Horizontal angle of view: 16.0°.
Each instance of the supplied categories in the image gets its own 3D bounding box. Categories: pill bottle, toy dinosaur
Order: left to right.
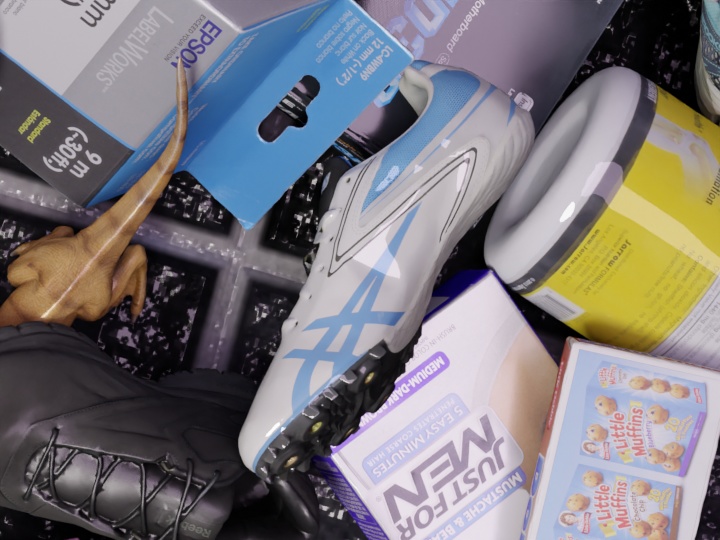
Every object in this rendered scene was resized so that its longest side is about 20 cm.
[{"bbox_3d":[-0.117,-0.001,1.076,0.060,0.106,0.200,44,98,-1],"label":"toy dinosaur"},{"bbox_3d":[0.163,0.004,1.149,0.200,0.112,0.112,32,81,-10],"label":"pill bottle"}]

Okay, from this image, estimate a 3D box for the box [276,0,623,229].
[{"bbox_3d":[0.037,-0.142,1.159,0.159,0.046,0.200,36,80,-9],"label":"box"}]

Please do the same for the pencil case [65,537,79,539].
[{"bbox_3d":[-0.109,0.214,1.066,0.087,0.087,0.200,-2,71,-13],"label":"pencil case"}]

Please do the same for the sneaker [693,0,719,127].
[{"bbox_3d":[0.191,-0.163,1.152,0.078,0.086,0.200,2,65,9],"label":"sneaker"}]

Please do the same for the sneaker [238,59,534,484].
[{"bbox_3d":[0.000,0.000,1.083,0.072,0.072,0.200,28,71,12],"label":"sneaker"}]

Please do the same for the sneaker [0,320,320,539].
[{"bbox_3d":[-0.098,0.078,1.059,0.200,0.091,0.076,8,118,-36],"label":"sneaker"}]

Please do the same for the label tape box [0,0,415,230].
[{"bbox_3d":[-0.099,-0.099,1.073,0.200,0.143,0.066,40,45,-8],"label":"label tape box"}]

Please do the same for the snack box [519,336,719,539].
[{"bbox_3d":[0.101,0.133,1.100,0.072,0.024,0.200,13,93,-3],"label":"snack box"}]

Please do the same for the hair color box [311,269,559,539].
[{"bbox_3d":[0.066,0.111,1.147,0.109,0.065,0.200,-37,98,-11],"label":"hair color box"}]
